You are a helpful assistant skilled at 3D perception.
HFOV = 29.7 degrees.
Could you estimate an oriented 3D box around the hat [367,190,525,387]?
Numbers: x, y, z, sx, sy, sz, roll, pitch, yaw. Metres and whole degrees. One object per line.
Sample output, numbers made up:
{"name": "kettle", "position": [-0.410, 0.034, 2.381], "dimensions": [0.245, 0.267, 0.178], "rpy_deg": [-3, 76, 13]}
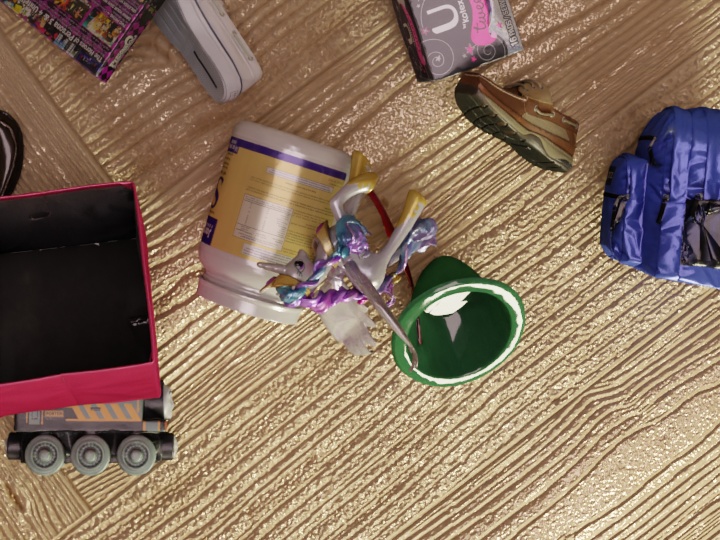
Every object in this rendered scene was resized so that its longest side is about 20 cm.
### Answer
{"name": "hat", "position": [0.095, 0.009, 1.631], "dimensions": [0.163, 0.177, 0.202], "rpy_deg": [-12, 134, -7]}

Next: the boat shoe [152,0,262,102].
{"name": "boat shoe", "position": [-0.185, -0.286, 1.552], "dimensions": [0.066, 0.073, 0.202], "rpy_deg": [-31, 92, -35]}

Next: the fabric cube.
{"name": "fabric cube", "position": [-0.322, 0.037, 1.465], "dimensions": [0.197, 0.200, 0.199], "rpy_deg": [-7, 77, -8]}

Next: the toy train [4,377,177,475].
{"name": "toy train", "position": [-0.310, 0.177, 1.572], "dimensions": [0.196, 0.085, 0.116], "rpy_deg": [1, 86, -7]}

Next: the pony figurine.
{"name": "pony figurine", "position": [0.000, 0.000, 1.472], "dimensions": [0.193, 0.166, 0.201], "rpy_deg": [46, 67, -20]}

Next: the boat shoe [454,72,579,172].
{"name": "boat shoe", "position": [0.185, -0.184, 1.570], "dimensions": [0.199, 0.075, 0.075], "rpy_deg": [30, 82, -44]}

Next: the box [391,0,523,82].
{"name": "box", "position": [0.092, -0.325, 1.539], "dimensions": [0.113, 0.132, 0.203], "rpy_deg": [-20, 98, -3]}

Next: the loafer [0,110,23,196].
{"name": "loafer", "position": [-0.434, -0.083, 1.534], "dimensions": [0.072, 0.071, 0.203], "rpy_deg": [18, 93, -8]}

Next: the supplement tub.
{"name": "supplement tub", "position": [-0.101, -0.054, 1.538], "dimensions": [0.143, 0.145, 0.203], "rpy_deg": [17, 93, -8]}

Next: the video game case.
{"name": "video game case", "position": [-0.305, -0.339, 1.507], "dimensions": [0.199, 0.036, 0.182], "rpy_deg": [37, 91, 14]}

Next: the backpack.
{"name": "backpack", "position": [0.370, -0.092, 1.580], "dimensions": [0.165, 0.163, 0.203], "rpy_deg": [9, 95, -4]}
